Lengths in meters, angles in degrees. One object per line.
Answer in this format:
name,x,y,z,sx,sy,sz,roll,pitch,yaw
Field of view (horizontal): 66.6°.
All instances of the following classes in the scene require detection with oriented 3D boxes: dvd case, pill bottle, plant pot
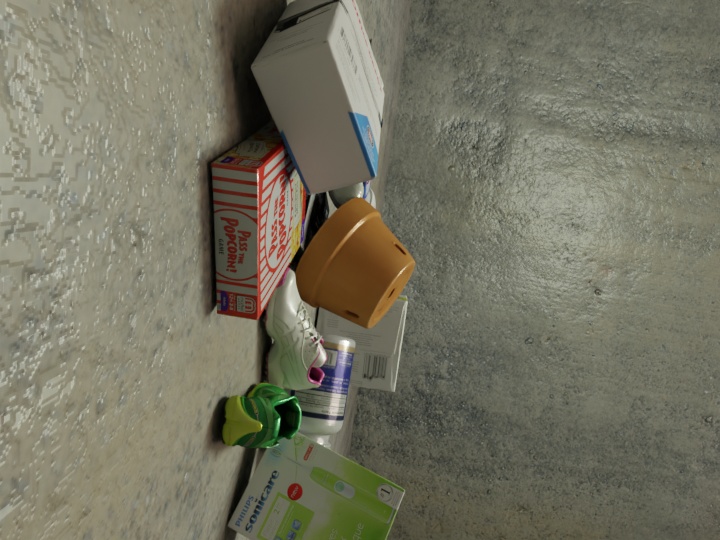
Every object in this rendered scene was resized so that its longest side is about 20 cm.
dvd case,-0.083,-0.078,0.931,0.201,0.024,0.154,82,17,-71
pill bottle,-0.080,0.205,0.897,0.120,0.117,0.205,72,28,-79
plant pot,0.000,0.000,0.921,0.201,0.139,0.201,-51,167,-16

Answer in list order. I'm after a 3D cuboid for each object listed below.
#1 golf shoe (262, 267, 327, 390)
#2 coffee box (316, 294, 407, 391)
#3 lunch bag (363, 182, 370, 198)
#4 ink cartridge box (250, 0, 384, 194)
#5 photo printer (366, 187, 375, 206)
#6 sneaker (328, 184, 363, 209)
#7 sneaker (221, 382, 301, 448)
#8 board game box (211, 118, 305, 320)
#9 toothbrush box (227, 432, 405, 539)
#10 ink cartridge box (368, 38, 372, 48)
golf shoe,-0.088,0.086,0.771,0.076,0.089,0.204,-71,167,-56
coffee box,0.001,0.150,1.292,0.198,0.195,0.205,-27,125,-85
lunch bag,0.003,-0.277,1.318,0.161,0.074,0.204,93,8,-66
ink cartridge box,-0.034,-0.204,0.599,0.202,0.082,0.146,-83,156,-49
photo printer,0.000,-0.127,1.548,0.167,0.068,0.204,84,15,-71
sneaker,-0.034,-0.200,0.960,0.072,0.070,0.205,140,-53,-75
sneaker,-0.113,0.188,0.687,0.200,0.082,0.076,58,41,-84
board game box,-0.102,-0.066,0.592,0.201,0.045,0.155,-73,169,-62
toothbrush box,-0.056,0.329,0.754,0.147,0.197,0.087,-61,166,-22
ink cartridge box,-0.014,-0.330,1.036,0.201,0.042,0.201,-96,-167,-71
